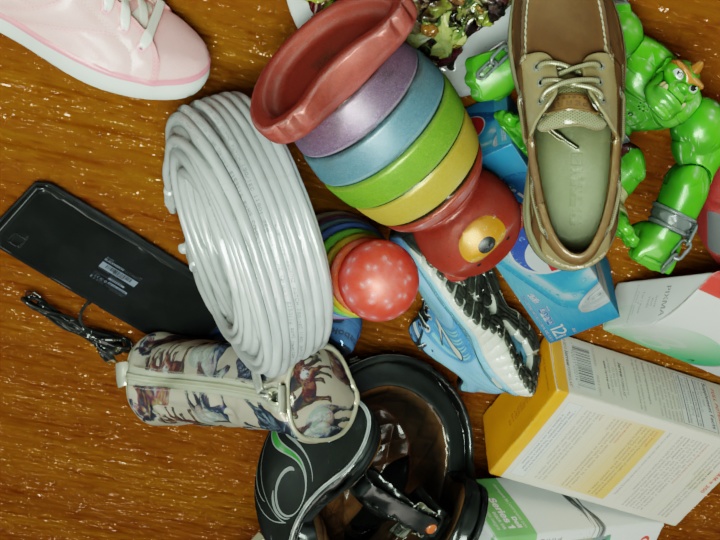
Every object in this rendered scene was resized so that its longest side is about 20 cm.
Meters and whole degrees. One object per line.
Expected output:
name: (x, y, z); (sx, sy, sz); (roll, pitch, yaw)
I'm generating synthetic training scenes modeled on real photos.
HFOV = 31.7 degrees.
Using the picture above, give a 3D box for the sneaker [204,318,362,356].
sneaker: (-0.082, 0.080, 1.070); (0.200, 0.079, 0.066); (-31, 128, 27)

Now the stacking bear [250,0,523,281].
stacking bear: (0.033, -0.074, 0.833); (0.121, 0.114, 0.200); (-44, 118, 0)

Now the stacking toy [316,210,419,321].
stacking toy: (0.000, 0.000, 0.909); (0.085, 0.200, 0.086); (-1, 93, -12)

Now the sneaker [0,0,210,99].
sneaker: (-0.176, -0.188, 0.816); (0.200, 0.076, 0.105); (24, 134, -16)

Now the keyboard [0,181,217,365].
keyboard: (-0.213, 0.013, 1.045); (0.200, 0.021, 0.127); (35, 118, -27)

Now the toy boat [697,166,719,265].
toy boat: (0.353, -0.037, 0.926); (0.199, 0.131, 0.131); (-9, 133, 8)

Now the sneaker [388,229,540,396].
sneaker: (0.070, 0.039, 1.034); (0.090, 0.079, 0.200); (-14, 126, 29)

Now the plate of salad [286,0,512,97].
plate of salad: (0.048, -0.189, 0.838); (0.199, 0.048, 0.201); (-1, 134, -1)

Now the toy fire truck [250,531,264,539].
toy fire truck: (-0.036, 0.287, 1.247); (0.199, 0.129, 0.176); (-7, 135, 22)

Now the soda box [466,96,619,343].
soda box: (0.128, -0.036, 0.967); (0.064, 0.068, 0.200); (-23, 129, 20)

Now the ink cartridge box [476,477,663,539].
ink cartridge box: (0.165, 0.270, 1.183); (0.199, 0.084, 0.147); (2, 119, -30)

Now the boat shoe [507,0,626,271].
boat shoe: (0.133, -0.099, 0.782); (0.075, 0.074, 0.201); (-6, 94, 5)

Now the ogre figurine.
ogre figurine: (0.174, -0.104, 0.864); (0.200, 0.098, 0.120); (42, 91, 5)

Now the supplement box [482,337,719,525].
supplement box: (0.227, 0.143, 1.133); (0.199, 0.074, 0.126); (18, 130, -17)

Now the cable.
cable: (-0.079, -0.024, 0.888); (0.069, 0.200, 0.200); (-19, 154, -15)

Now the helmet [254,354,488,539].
helmet: (0.005, 0.174, 1.074); (0.199, 0.191, 0.201); (-3, 115, -6)

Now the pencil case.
pencil case: (-0.101, 0.090, 1.000); (0.199, 0.078, 0.089); (0, 165, 39)

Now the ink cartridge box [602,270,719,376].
ink cartridge box: (0.311, 0.049, 0.991); (0.160, 0.050, 0.200); (22, 170, -19)
